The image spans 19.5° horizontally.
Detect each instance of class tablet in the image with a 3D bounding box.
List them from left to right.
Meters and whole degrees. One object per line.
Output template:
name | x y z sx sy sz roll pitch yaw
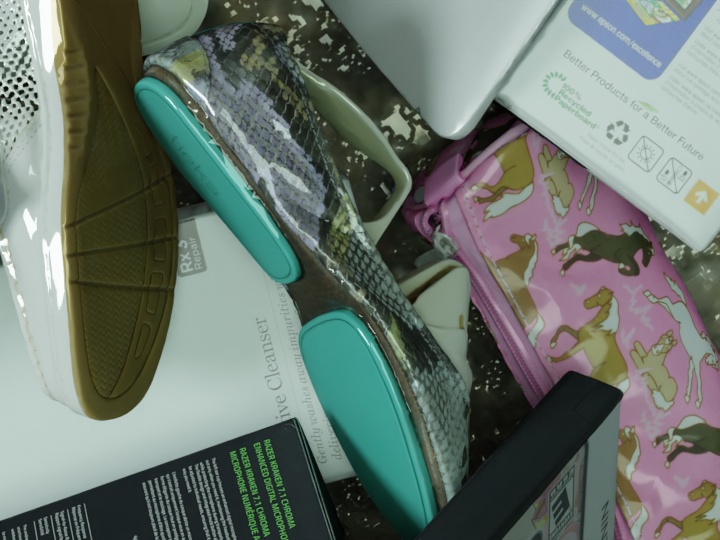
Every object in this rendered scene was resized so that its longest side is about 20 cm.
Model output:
tablet | 0.061 -0.155 0.744 0.014 0.130 0.200 22 110 -34

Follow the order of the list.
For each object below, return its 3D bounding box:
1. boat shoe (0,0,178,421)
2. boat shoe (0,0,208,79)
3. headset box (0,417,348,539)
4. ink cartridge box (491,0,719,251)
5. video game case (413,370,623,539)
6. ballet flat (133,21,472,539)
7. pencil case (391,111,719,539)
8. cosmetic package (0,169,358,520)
boat shoe | -0.112 -0.047 0.728 0.069 0.071 0.201 -5 90 25
boat shoe | -0.152 -0.111 0.791 0.199 0.062 0.073 -5 134 9
headset box | -0.073 0.162 0.765 0.200 0.093 0.174 -19 139 -2
ink cartridge box | 0.141 -0.114 0.738 0.095 0.037 0.200 36 96 -6
video game case | 0.032 0.160 0.731 0.025 0.200 0.181 21 132 28
ballet flat | 0.000 0.000 0.727 0.072 0.072 0.201 -31 97 1
pencil case | 0.092 0.033 0.806 0.086 0.083 0.200 -31 99 0
cosmetic package | -0.088 0.038 0.795 0.199 0.081 0.113 -16 96 -3
